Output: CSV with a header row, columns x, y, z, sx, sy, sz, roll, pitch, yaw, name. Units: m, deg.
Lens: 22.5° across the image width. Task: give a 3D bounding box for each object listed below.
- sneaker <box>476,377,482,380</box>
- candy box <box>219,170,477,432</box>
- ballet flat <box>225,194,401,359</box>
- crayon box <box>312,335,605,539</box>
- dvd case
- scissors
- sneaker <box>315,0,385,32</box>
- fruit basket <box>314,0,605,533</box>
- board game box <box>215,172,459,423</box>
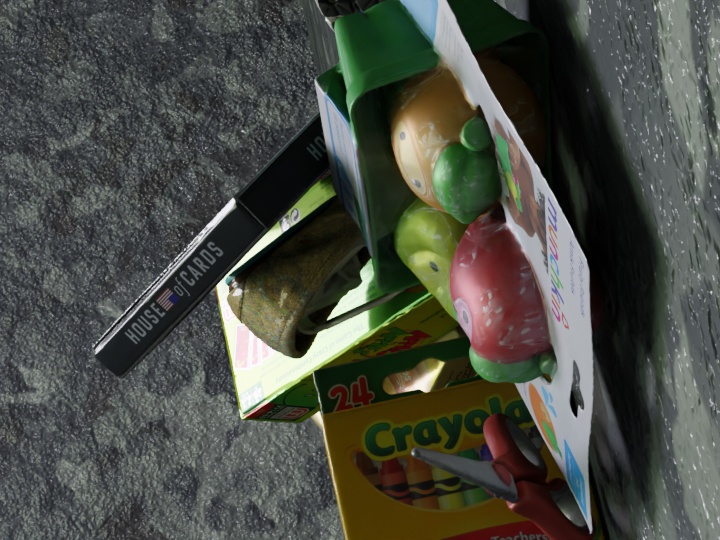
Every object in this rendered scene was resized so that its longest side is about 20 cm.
x,y,z,sx,sy,sz,roll,pitch,yaw,name
0.075,0.127,1.023,0.082,0.073,0.201,-105,4,-50,sneaker
0.000,0.030,1.080,0.200,0.055,0.116,47,120,42,candy box
0.014,-0.026,0.913,0.071,0.200,0.071,37,-153,-23,ballet flat
0.054,0.128,0.901,0.051,0.126,0.201,88,169,-75,crayon box
-0.039,-0.042,0.889,0.025,0.200,0.150,43,135,-4,dvd case
0.066,0.095,0.776,0.073,0.014,0.200,54,-170,10,scissors
0.009,-0.225,1.037,0.090,0.078,0.201,-33,-62,-77,sneaker
0.048,-0.015,0.745,0.186,0.093,0.201,81,173,-52,fruit basket
0.000,0.000,1.006,0.200,0.047,0.102,-34,60,41,board game box
